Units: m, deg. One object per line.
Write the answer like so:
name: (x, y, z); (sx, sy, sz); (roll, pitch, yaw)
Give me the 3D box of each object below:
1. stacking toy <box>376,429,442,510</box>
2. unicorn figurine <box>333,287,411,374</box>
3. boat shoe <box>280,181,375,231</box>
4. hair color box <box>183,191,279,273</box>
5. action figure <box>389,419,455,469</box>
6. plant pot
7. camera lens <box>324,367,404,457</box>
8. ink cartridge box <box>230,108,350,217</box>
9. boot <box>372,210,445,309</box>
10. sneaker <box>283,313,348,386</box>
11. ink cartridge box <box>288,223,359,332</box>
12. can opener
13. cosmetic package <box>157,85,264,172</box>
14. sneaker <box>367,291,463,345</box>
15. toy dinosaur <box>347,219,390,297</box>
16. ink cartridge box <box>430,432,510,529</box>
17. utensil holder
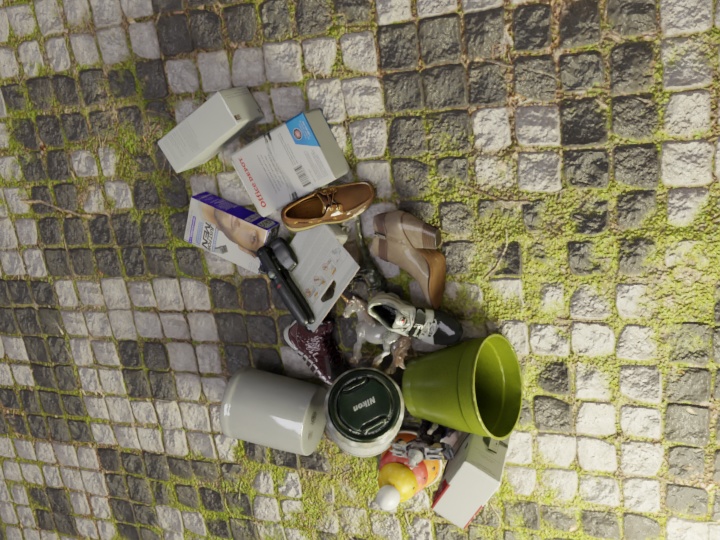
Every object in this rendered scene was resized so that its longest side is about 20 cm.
stacking toy: (0.083, 0.450, 1.569); (0.145, 0.200, 0.147); (8, 112, 21)
unicorn figurine: (0.022, 0.135, 1.539); (0.199, 0.074, 0.138); (15, 80, 18)
boat shoe: (-0.064, -0.130, 1.461); (0.199, 0.068, 0.072); (-18, 83, 0)
hair color box: (-0.287, -0.085, 1.616); (0.199, 0.065, 0.110); (22, 115, 13)
action figure: (0.139, 0.351, 1.508); (0.129, 0.200, 0.070); (10, 114, 22)
plant pot: (0.194, 0.232, 1.462); (0.192, 0.200, 0.202); (-7, 106, 39)
camera lens: (0.008, 0.297, 1.510); (0.159, 0.160, 0.200); (29, 161, 11)
ink cartridge box: (-0.144, -0.219, 1.492); (0.199, 0.084, 0.147); (-23, 99, 29)
boot: (0.094, -0.026, 1.476); (0.145, 0.070, 0.201); (12, 117, 29)
sneaker: (-0.072, 0.166, 1.608); (0.200, 0.076, 0.116); (41, 116, 6)
ink cartridge box: (-0.088, -0.001, 1.539); (0.174, 0.043, 0.200); (49, 122, 23)
can opener: (-0.157, 0.029, 1.530); (0.079, 0.063, 0.201); (-38, 70, 34)
cosmetic package: (-0.312, -0.294, 1.524); (0.199, 0.113, 0.081); (-31, 94, 28)
sneaker: (0.102, 0.105, 1.447); (0.199, 0.088, 0.075); (18, 104, 16)
toy dinosaur: (0.000, 0.000, 1.534); (0.088, 0.047, 0.201); (-20, 97, 24)
ink cartridge box: (0.229, 0.396, 1.481); (0.083, 0.200, 0.147); (31, 118, 5)
utensil holder: (-0.192, 0.319, 1.664); (0.199, 0.170, 0.171); (9, 112, 18)
